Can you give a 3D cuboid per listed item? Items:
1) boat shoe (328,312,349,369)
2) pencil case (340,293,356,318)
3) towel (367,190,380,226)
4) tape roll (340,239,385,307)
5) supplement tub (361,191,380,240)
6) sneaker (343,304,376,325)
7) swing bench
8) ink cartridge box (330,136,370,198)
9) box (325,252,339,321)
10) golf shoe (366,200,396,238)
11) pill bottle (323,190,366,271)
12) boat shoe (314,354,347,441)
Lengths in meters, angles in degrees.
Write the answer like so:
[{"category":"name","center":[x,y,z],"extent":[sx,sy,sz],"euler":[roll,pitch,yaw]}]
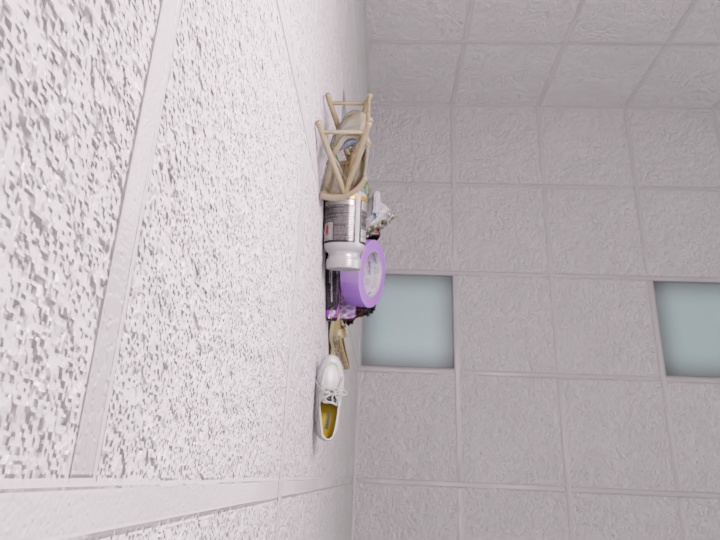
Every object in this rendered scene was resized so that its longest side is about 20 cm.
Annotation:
[{"category":"boat shoe","center":[-0.063,0.210,1.707],"extent":[0.074,0.061,0.204],"euler":[-82,172,-65]},{"category":"pencil case","center":[-0.052,0.050,1.748],"extent":[0.085,0.082,0.205],"euler":[-153,-116,-70]},{"category":"towel","center":[-0.015,-0.149,1.703],"extent":[0.199,0.024,0.148],"euler":[-39,-155,27]},{"category":"tape roll","center":[0.010,0.008,1.696],"extent":[0.199,0.064,0.205],"euler":[6,90,-66]},{"category":"supplement tub","center":[-0.011,-0.187,1.870],"extent":[0.107,0.105,0.204],"euler":[81,-11,-76]},{"category":"sneaker","center":[-0.022,0.116,1.844],"extent":[0.199,0.070,0.100],"euler":[-29,-114,50]},{"category":"swing bench","center":[-0.034,-0.305,1.381],"extent":[0.201,0.127,0.203],"euler":[-86,177,-54]},{"category":"ink cartridge box","center":[-0.028,-0.304,1.672],"extent":[0.104,0.058,0.203],"euler":[-82,156,-61]},{"category":"box","center":[-0.077,0.025,1.617],"extent":[0.143,0.035,0.204],"euler":[-81,171,-72]},{"category":"golf shoe","center":[0.028,-0.166,1.773],"extent":[0.078,0.098,0.199],"euler":[-43,175,35]},{"category":"pill bottle","center":[-0.041,-0.104,1.475],"extent":[0.116,0.114,0.205],"euler":[69,24,-83]},{"category":"boat shoe","center":[-0.074,0.308,1.355],"extent":[0.086,0.073,0.207],"euler":[154,-55,-74]}]
